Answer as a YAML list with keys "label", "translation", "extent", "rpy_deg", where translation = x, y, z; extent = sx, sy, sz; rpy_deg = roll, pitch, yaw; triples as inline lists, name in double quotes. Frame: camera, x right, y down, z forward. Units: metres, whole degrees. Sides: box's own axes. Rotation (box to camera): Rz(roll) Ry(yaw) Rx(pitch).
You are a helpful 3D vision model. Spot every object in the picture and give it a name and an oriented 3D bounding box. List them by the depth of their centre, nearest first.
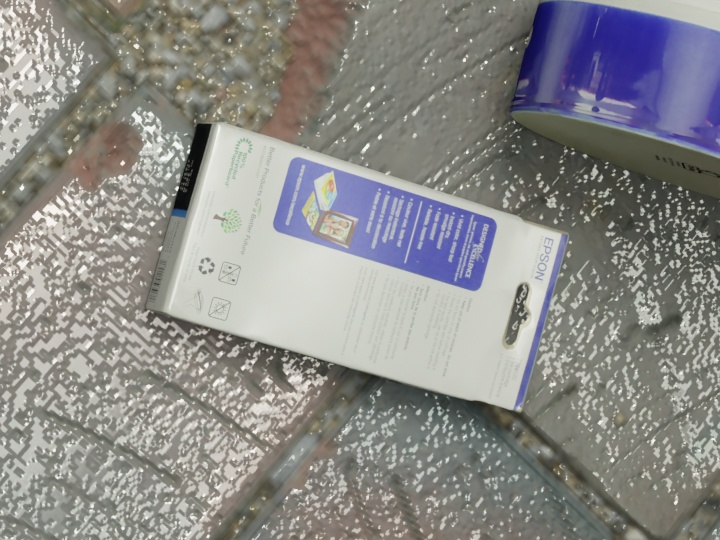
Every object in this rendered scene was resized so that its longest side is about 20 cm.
- label: "dog bowl"
  translation: [0.177, -0.085, 1.262]
  extent: [0.200, 0.200, 0.079]
  rpy_deg: [18, 89, -22]
- label: "ink cartridge box"
  translation: [0.000, 0.000, 1.283]
  extent: [0.200, 0.039, 0.100]
  rpy_deg: [18, 86, -20]
